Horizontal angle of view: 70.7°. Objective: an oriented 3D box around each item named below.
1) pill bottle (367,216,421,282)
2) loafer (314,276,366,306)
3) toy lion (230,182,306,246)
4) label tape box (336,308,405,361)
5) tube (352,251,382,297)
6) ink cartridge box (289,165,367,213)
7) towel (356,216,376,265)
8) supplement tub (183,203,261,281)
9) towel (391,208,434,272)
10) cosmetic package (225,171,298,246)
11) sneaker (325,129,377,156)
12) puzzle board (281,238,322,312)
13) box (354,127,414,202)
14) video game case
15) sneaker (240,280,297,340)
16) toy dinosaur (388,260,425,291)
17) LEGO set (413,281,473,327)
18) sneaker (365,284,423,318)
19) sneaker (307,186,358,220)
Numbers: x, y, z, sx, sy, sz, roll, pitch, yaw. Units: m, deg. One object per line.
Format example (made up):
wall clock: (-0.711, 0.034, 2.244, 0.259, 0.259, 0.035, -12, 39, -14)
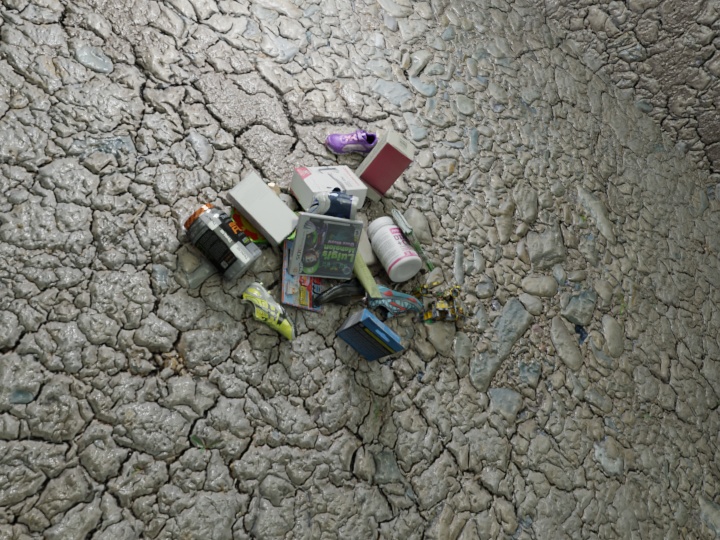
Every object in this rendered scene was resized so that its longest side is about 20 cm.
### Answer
pill bottle: (0.104, -0.071, 1.637, 0.113, 0.114, 0.200, -7, 51, -31)
loafer: (-0.053, 0.075, 1.541, 0.200, 0.073, 0.072, -22, 90, -41)
toy lion: (-0.278, -0.148, 1.517, 0.200, 0.069, 0.192, 42, 64, -10)
label tape box: (0.037, 0.184, 1.481, 0.143, 0.200, 0.066, 40, 55, -11)
tube: (0.000, 0.000, 1.557, 0.058, 0.052, 0.200, -23, 71, -26)
ink cartridge box: (-0.101, -0.259, 1.608, 0.200, 0.085, 0.146, -9, 45, -34)
towel: (-0.039, -0.096, 1.645, 0.132, 0.034, 0.200, -20, 83, -32)
supplement tub: (-0.378, -0.079, 1.391, 0.200, 0.122, 0.123, 47, 56, -7)
towel: (0.175, -0.101, 1.667, 0.200, 0.031, 0.149, 52, 9, -38)
cosmetic package: (-0.277, -0.174, 1.456, 0.200, 0.074, 0.102, 48, 71, -10)
sneaker: (-0.024, -0.450, 1.754, 0.200, 0.088, 0.081, -3, 74, -29)
puzzle board: (-0.169, 0.015, 1.510, 0.151, 0.017, 0.201, 20, 61, -44)
box: (0.076, -0.348, 1.687, 0.109, 0.200, 0.128, 33, 34, -15)
video game case: (-0.100, -0.067, 1.472, 0.199, 0.023, 0.182, 5, 108, -29)
sneaker: (-0.256, 0.125, 1.422, 0.076, 0.075, 0.200, -40, 83, -27)
toy dinosaur: (0.156, -0.024, 1.704, 0.102, 0.077, 0.201, 15, 68, -39)
LEGO set: (0.283, 0.107, 1.700, 0.199, 0.116, 0.154, 14, 66, -25)
sneaker: (0.105, 0.113, 1.635, 0.199, 0.079, 0.096, 18, 77, -16)
sneaker: (-0.087, -0.168, 1.536, 0.146, 0.200, 0.081, 9, 60, -3)
